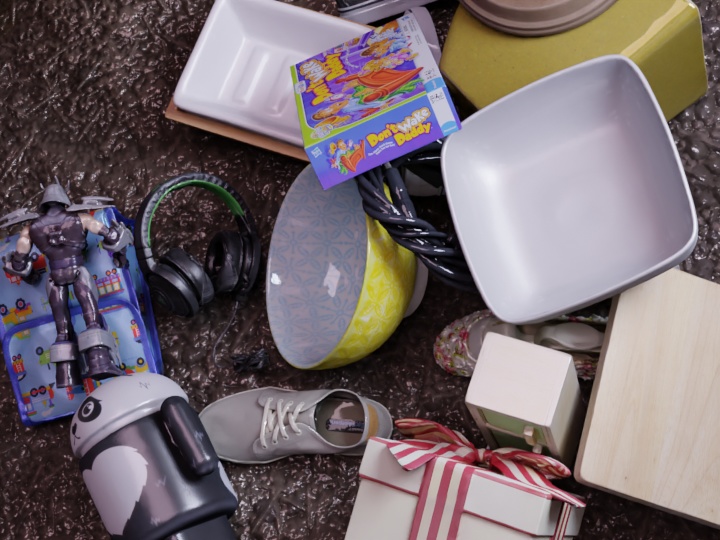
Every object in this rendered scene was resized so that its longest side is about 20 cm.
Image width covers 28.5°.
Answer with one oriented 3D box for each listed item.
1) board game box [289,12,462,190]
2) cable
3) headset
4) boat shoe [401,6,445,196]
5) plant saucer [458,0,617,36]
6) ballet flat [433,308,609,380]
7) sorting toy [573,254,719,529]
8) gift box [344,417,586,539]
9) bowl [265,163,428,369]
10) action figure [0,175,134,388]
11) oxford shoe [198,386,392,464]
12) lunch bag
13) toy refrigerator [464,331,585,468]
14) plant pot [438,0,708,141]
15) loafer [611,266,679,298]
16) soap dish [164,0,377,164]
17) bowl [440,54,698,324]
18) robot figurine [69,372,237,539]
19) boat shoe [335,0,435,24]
[{"bbox_3d":[0.009,-0.159,1.300,0.133,0.045,0.201,-23,28,5],"label":"board game box"},{"bbox_3d":[0.086,-0.051,1.279,0.199,0.164,0.051,40,124,-6],"label":"cable"},{"bbox_3d":[-0.144,0.003,1.388,0.122,0.094,0.202,-21,96,-29],"label":"headset"},{"bbox_3d":[0.043,-0.169,1.429,0.085,0.075,0.205,-6,76,-5],"label":"boat shoe"},{"bbox_3d":[0.163,-0.310,1.274,0.197,0.029,0.203,-5,76,19],"label":"plant saucer"},{"bbox_3d":[0.162,0.064,1.325,0.197,0.064,0.077,-2,72,13],"label":"ballet flat"},{"bbox_3d":[0.290,0.117,1.241,0.196,0.070,0.202,19,74,-9],"label":"sorting toy"},{"bbox_3d":[0.087,0.234,1.193,0.182,0.200,0.189,15,85,18],"label":"gift box"},{"bbox_3d":[0.000,0.000,1.349,0.107,0.200,0.203,9,66,-30],"label":"bowl"},{"bbox_3d":[-0.280,0.009,1.361,0.128,0.069,0.203,-11,86,15],"label":"action figure"},{"bbox_3d":[-0.068,0.145,1.354,0.197,0.058,0.076,-2,74,15],"label":"oxford shoe"},{"bbox_3d":[-0.284,0.057,1.430,0.149,0.094,0.203,-16,80,5],"label":"lunch bag"},{"bbox_3d":[0.146,0.123,1.234,0.075,0.200,0.071,16,74,17],"label":"toy refrigerator"},{"bbox_3d":[0.188,-0.202,1.352,0.200,0.194,0.196,-42,67,1],"label":"plant pot"},{"bbox_3d":[0.201,-0.010,1.339,0.197,0.070,0.071,5,72,15],"label":"loafer"},{"bbox_3d":[-0.081,-0.193,1.464,0.198,0.081,0.159,18,75,18],"label":"soap dish"},{"bbox_3d":[0.181,-0.062,1.214,0.198,0.075,0.202,-23,68,17],"label":"bowl"},{"bbox_3d":[-0.193,0.194,1.321,0.149,0.125,0.202,-30,74,5],"label":"robot figurine"},{"bbox_3d":[0.062,-0.317,1.468,0.198,0.072,0.072,-23,23,5],"label":"boat shoe"}]
